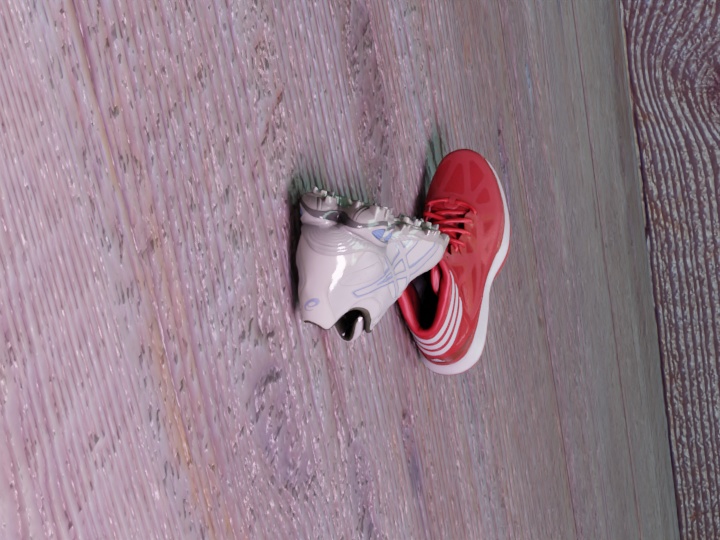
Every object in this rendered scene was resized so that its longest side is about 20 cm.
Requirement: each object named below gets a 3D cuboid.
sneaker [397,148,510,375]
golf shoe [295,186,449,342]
[{"bbox_3d":[0.075,-0.026,1.393,0.116,0.078,0.201,56,33,-63],"label":"sneaker"},{"bbox_3d":[0.000,0.000,1.175,0.200,0.078,0.098,8,96,-68],"label":"golf shoe"}]
